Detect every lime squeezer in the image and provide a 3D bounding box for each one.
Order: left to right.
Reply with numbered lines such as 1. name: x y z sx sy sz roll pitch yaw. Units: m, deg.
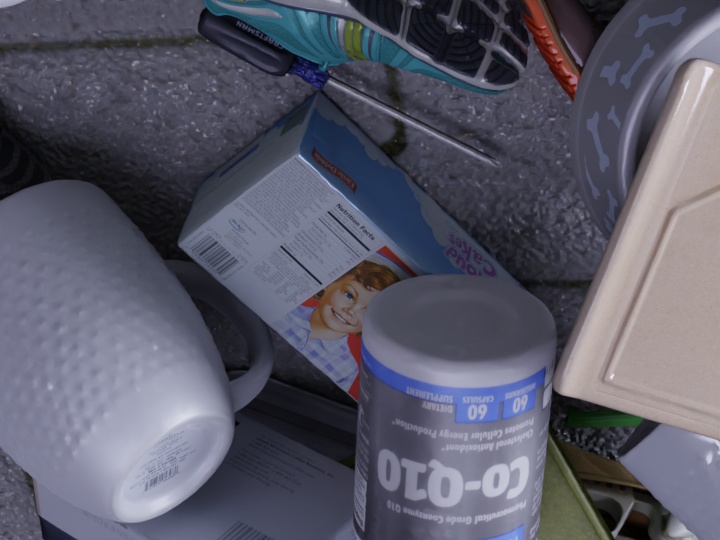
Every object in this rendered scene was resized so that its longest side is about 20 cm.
1. lime squeezer: 0.234 0.110 1.209 0.198 0.038 0.071 15 131 2

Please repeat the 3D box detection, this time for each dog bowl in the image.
1. dog bowl: 0.214 -0.070 0.998 0.197 0.059 0.202 -3 113 -7

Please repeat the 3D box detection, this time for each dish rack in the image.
1. dish rack: -0.032 0.166 1.324 0.198 0.044 0.173 21 131 -1

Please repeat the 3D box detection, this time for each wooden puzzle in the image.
1. wooden puzzle: 0.213 0.001 0.976 0.198 0.037 0.187 15 106 -19

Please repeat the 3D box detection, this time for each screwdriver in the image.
1. screwdriver: -0.006 -0.102 1.099 0.199 0.029 0.028 30 131 -3

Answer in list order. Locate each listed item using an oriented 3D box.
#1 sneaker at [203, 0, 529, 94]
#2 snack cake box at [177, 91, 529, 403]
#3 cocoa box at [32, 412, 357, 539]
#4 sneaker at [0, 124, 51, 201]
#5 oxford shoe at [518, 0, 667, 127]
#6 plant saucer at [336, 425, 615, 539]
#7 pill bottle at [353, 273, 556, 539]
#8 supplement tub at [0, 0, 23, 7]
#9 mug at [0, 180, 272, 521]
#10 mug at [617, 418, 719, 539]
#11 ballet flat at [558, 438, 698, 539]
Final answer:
1. sneaker: 0.000 -0.148 1.050 0.198 0.078 0.080 22 149 4
2. snack cake box: 0.000 0.000 1.162 0.115 0.068 0.200 -34 114 33
3. cocoa box: -0.094 0.185 1.217 0.199 0.133 0.132 23 131 31
4. sneaker: -0.261 -0.105 1.140 0.200 0.074 0.087 41 134 -13
5. oxford shoe: 0.163 -0.099 1.049 0.072 0.071 0.200 -40 112 9
6. plant saucer: 0.084 0.181 1.220 0.199 0.048 0.201 -25 100 35
7. pill bottle: 0.052 0.115 1.105 0.112 0.114 0.202 7 118 9
8. supplement tub: -0.161 -0.242 0.952 0.145 0.146 0.199 42 127 -20
9. mug: -0.143 0.052 1.155 0.175 0.199 0.148 47 134 27
10. mug: 0.281 0.100 1.106 0.175 0.200 0.148 44 170 5
11. ballet flat: 0.183 0.164 1.250 0.198 0.063 0.069 14 130 3
